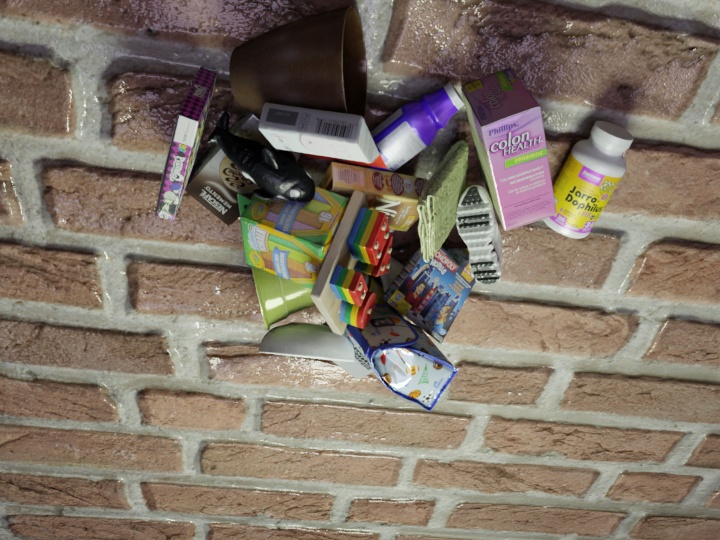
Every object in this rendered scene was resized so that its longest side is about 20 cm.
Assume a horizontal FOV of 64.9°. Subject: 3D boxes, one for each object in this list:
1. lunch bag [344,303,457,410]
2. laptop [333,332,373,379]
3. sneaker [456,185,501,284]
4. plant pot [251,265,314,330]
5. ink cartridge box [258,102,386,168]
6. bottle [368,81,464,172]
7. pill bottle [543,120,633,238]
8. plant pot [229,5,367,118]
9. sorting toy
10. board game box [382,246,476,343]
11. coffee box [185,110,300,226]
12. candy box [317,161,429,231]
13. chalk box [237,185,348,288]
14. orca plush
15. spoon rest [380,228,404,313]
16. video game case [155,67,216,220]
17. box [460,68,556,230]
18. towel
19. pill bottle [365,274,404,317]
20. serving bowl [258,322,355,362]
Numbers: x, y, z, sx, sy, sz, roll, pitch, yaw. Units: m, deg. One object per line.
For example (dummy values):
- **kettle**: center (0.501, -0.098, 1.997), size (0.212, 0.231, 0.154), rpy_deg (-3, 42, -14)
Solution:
- **lunch bag**: center (0.067, 0.155, 1.109), size (0.198, 0.170, 0.125), rpy_deg (29, 99, -29)
- **laptop**: center (-0.006, 0.214, 1.294), size (0.198, 0.118, 0.187), rpy_deg (-30, 122, 33)
- **sneaker**: center (0.235, -0.076, 1.090), size (0.074, 0.081, 0.204), rpy_deg (3, 126, 30)
- **plant pot**: center (-0.117, -0.001, 1.125), size (0.185, 0.202, 0.204), rpy_deg (-12, 127, -8)
- **ink cartridge box**: center (-0.052, -0.192, 0.902), size (0.159, 0.058, 0.200), rpy_deg (12, 167, 16)
- **bottle**: center (0.091, -0.253, 1.008), size (0.198, 0.066, 0.083), rpy_deg (-35, 132, 21)
- **pill bottle**: center (0.425, -0.170, 1.061), size (0.102, 0.105, 0.203), rpy_deg (10, 125, -10)
- **plant pot**: center (-0.101, -0.310, 0.904), size (0.195, 0.189, 0.190), rpy_deg (1, 128, 12)
- **sorting toy**: center (0.000, 0.000, 1.011), size (0.068, 0.204, 0.200), rpy_deg (16, 161, 16)
- **board game box**: center (0.159, 0.018, 1.157), size (0.201, 0.062, 0.199), rpy_deg (-51, 129, 1)
- **coffee box**: center (-0.213, -0.193, 1.029), size (0.199, 0.081, 0.113), rpy_deg (-39, 120, 23)
- **candy box**: center (0.020, -0.133, 1.051), size (0.195, 0.057, 0.115), rpy_deg (7, 154, -21)
- **chalk box**: center (-0.132, -0.075, 0.988), size (0.196, 0.125, 0.126), rpy_deg (19, 143, 10)
- **orca plush**: center (-0.153, -0.190, 0.914), size (0.200, 0.105, 0.071), rpy_deg (46, 150, 5)
- **spoon rest**: center (0.071, -0.005, 1.187), size (0.059, 0.099, 0.204), rpy_deg (5, 121, 34)
- **video game case**: center (-0.288, -0.213, 0.938), size (0.035, 0.202, 0.184), rpy_deg (16, 124, -16)
- **box**: center (0.256, -0.210, 0.979), size (0.094, 0.178, 0.203), rpy_deg (-17, 125, 10)
- **towel**: center (0.150, -0.129, 1.026), size (0.036, 0.201, 0.151), rpy_deg (16, 139, 23)
- **pill bottle**: center (0.025, 0.095, 1.231), size (0.111, 0.114, 0.200), rpy_deg (-34, 121, 21)
- **serving bowl**: center (-0.105, 0.143, 1.145), size (0.195, 0.068, 0.200), rpy_deg (6, 171, 1)
